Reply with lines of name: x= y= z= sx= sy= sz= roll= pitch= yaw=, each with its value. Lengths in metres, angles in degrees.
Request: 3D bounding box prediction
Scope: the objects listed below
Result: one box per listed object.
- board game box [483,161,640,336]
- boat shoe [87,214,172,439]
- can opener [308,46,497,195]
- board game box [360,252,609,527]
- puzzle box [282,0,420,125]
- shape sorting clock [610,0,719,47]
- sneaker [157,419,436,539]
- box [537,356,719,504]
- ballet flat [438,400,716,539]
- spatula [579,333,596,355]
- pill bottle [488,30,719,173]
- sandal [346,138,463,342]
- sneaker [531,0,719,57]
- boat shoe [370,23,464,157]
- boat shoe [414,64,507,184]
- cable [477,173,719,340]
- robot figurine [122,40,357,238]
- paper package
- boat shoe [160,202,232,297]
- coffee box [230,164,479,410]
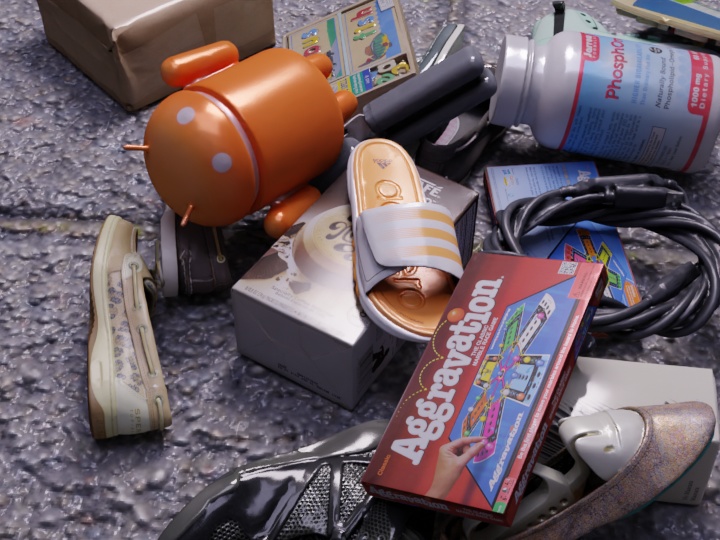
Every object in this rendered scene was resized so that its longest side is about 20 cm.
board game box: x=0.170 y=-0.022 z=0.988 sx=0.102 sy=0.020 sz=0.201 roll=-4 pitch=44 yaw=-1
boat shoe: x=-0.180 y=0.042 z=0.909 sx=0.062 sy=0.074 sz=0.201 roll=-1 pitch=55 yaw=-8
can opener: x=0.029 y=-0.119 z=1.018 sx=0.199 sy=0.053 sz=0.067 roll=-29 pitch=41 yaw=16
board game box: x=0.085 y=0.070 z=0.765 sx=0.102 sy=0.019 sz=0.201 roll=5 pitch=51 yaw=33
puzzle box: x=-0.013 y=-0.205 z=1.135 sx=0.132 sy=0.026 sz=0.201 roll=-22 pitch=35 yaw=10
shape sorting clock: x=0.349 y=-0.244 z=1.169 sx=0.199 sy=0.039 sz=0.200 roll=17 pitch=21 yaw=-7
sneaker: x=-0.033 y=0.177 z=0.757 sx=0.198 sy=0.077 sz=0.114 roll=-17 pitch=40 yaw=-23
box: x=0.147 y=0.109 z=0.822 sx=0.198 sy=0.083 sz=0.069 roll=4 pitch=46 yaw=7
ballet flat: x=0.133 y=0.135 z=0.737 sx=0.200 sy=0.067 sz=0.068 roll=-39 pitch=23 yaw=8
spatula: x=0.115 y=0.040 z=0.874 sx=0.056 sy=0.021 sz=0.200 roll=-38 pitch=19 yaw=-14
pill bottle: x=0.223 y=-0.158 z=1.057 sx=0.198 sy=0.109 sz=0.109 roll=10 pitch=44 yaw=0
sandal: x=0.029 y=-0.039 z=0.872 sx=0.079 sy=0.059 sz=0.208 roll=-3 pitch=51 yaw=-15
sneaker: x=0.267 y=-0.226 z=1.165 sx=0.199 sy=0.074 sz=0.119 roll=1 pitch=47 yaw=4
boat shoe: x=0.049 y=-0.181 z=1.128 sx=0.061 sy=0.073 sz=0.201 roll=18 pitch=53 yaw=14
boat shoe: x=0.103 y=-0.150 z=1.104 sx=0.066 sy=0.057 sz=0.200 roll=15 pitch=47 yaw=16
cable: x=0.193 y=-0.008 z=0.923 sx=0.198 sy=0.051 sz=0.164 roll=-4 pitch=49 yaw=-6
robot figurine: x=-0.092 y=-0.108 z=0.943 sx=0.116 sy=0.145 sz=0.200 roll=18 pitch=39 yaw=41
paper package: x=-0.217 y=-0.283 z=1.216 sx=0.199 sy=0.104 sz=0.190 roll=-32 pitch=52 yaw=-27
boat shoe: x=-0.144 y=-0.060 z=1.010 sx=0.059 sy=0.072 sz=0.201 roll=0 pitch=48 yaw=-8
coffee box: x=0.000 y=0.000 z=0.934 sx=0.112 sy=0.080 sz=0.200 roll=24 pitch=50 yaw=21
